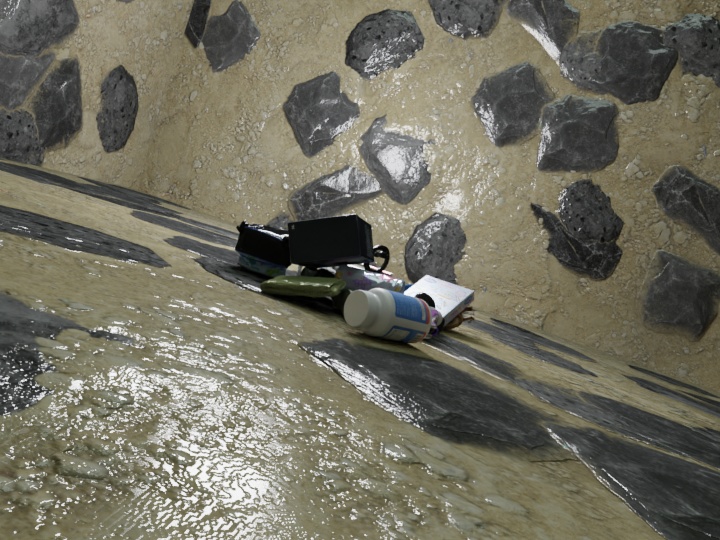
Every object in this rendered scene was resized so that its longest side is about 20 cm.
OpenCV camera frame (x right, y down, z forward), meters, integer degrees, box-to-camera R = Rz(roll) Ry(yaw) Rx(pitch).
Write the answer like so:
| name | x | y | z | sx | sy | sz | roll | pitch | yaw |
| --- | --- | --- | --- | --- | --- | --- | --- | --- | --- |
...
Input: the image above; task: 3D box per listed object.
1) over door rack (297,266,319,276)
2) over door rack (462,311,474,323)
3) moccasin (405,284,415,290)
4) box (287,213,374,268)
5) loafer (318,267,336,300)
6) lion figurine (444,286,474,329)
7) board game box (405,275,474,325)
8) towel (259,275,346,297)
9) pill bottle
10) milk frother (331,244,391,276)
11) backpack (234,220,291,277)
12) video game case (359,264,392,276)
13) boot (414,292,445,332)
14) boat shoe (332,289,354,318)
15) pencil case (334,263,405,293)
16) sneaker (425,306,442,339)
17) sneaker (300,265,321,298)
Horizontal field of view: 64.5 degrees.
| name | x | y | z | sx | sy | sz | roll | pitch | yaw |
| --- | --- | --- | --- | --- | --- | --- | --- | --- | --- |
| over door rack | -0.149 | 0.000 | 2.017 | 0.147 | 0.067 | 0.200 | 19 | 4 | -7 |
| over door rack | 0.306 | 0.166 | 2.054 | 0.199 | 0.067 | 0.148 | 6 | 1 | 13 |
| moccasin | 0.151 | 0.087 | 2.031 | 0.199 | 0.081 | 0.068 | 6 | -23 | -4 |
| box | -0.080 | -0.077 | 1.618 | 0.199 | 0.124 | 0.198 | -6 | -6 | 12 |
| loafer | -0.062 | 0.062 | 1.668 | 0.072 | 0.063 | 0.200 | -13 | 36 | -28 |
| lion figurine | 0.317 | 0.129 | 1.951 | 0.122 | 0.073 | 0.200 | -11 | 28 | 5 |
| board game box | 0.241 | 0.102 | 1.900 | 0.200 | 0.041 | 0.199 | 21 | 41 | 39 |
| towel | -0.141 | 0.041 | 1.443 | 0.199 | 0.037 | 0.148 | 3 | 7 | 10 |
| pill bottle | 0.062 | 0.101 | 1.314 | 0.200 | 0.113 | 0.112 | 17 | 4 | -41 |
| milk frother | 0.000 | 0.000 | 1.828 | 0.188 | 0.201 | 0.180 | 20 | 4 | 30 |
| backpack | -0.279 | -0.060 | 1.726 | 0.183 | 0.147 | 0.200 | 18 | 7 | 0 |
| video game case | 0.024 | 0.041 | 1.940 | 0.200 | 0.143 | 0.017 | 20 | 40 | 31 |
| boot | 0.164 | 0.119 | 1.722 | 0.131 | 0.070 | 0.200 | 20 | -25 | 36 |
| boat shoe | -0.019 | 0.085 | 1.461 | 0.060 | 0.072 | 0.201 | 13 | 2 | -17 |
| pencil case | 0.024 | 0.043 | 1.571 | 0.199 | 0.083 | 0.091 | 14 | 23 | 11 |
| sneaker | 0.185 | 0.153 | 1.572 | 0.200 | 0.073 | 0.114 | 0 | 20 | -45 |
| sneaker | -0.137 | 0.029 | 1.613 | 0.074 | 0.085 | 0.200 | 19 | 4 | -5 |
